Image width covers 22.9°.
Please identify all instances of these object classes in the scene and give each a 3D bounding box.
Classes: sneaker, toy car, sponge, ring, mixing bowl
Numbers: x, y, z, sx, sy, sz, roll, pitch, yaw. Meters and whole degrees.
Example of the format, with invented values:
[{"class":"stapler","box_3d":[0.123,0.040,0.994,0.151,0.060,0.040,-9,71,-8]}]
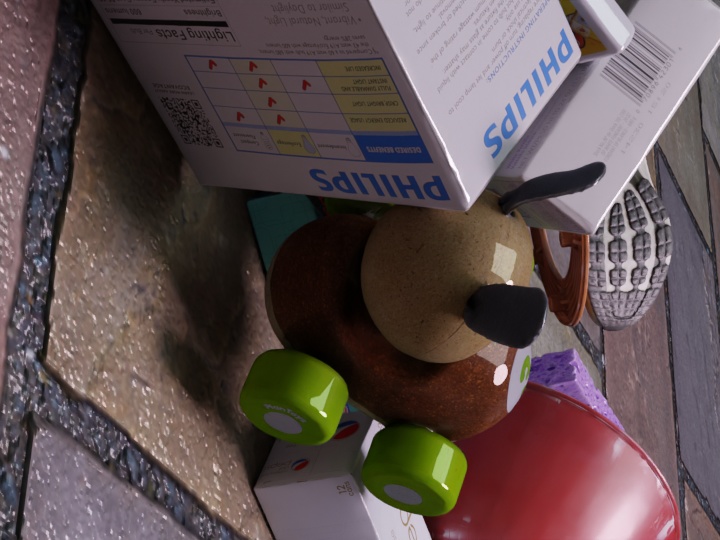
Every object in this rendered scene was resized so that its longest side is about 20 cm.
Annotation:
[{"class":"sneaker","box_3d":[0.175,-0.048,1.324,0.089,0.077,0.200,140,-50,-63]},{"class":"toy car","box_3d":[0.055,0.013,0.919,0.158,0.200,0.164,32,60,-20]},{"class":"sponge","box_3d":[0.142,0.128,1.369,0.200,0.111,0.030,53,31,-50]},{"class":"ring","box_3d":[0.136,-0.057,1.310,0.200,0.019,0.201,173,-90,-86]},{"class":"mixing bowl","box_3d":[0.092,0.176,1.129,0.108,0.200,0.200,-56,134,-40]}]

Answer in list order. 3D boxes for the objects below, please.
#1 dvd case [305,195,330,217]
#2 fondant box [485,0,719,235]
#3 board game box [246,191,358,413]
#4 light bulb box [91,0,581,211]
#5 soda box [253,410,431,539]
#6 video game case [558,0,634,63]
[{"class":"dvd case","box_3d":[-0.013,-0.078,1.089,0.200,0.022,0.146,52,24,-3]},{"class":"fondant box","box_3d":[0.118,-0.100,1.048,0.058,0.144,0.200,35,-6,-14]},{"class":"board game box","box_3d":[0.000,0.000,1.153,0.200,0.045,0.152,-42,119,-66]},{"class":"light bulb box","box_3d":[-0.026,-0.149,0.893,0.125,0.198,0.200,-52,130,-30]},{"class":"soda box","box_3d":[0.007,0.183,1.051,0.068,0.064,0.200,-65,139,-56]},{"class":"video game case","box_3d":[0.026,-0.173,0.968,0.182,0.200,0.023,48,59,-25]}]
